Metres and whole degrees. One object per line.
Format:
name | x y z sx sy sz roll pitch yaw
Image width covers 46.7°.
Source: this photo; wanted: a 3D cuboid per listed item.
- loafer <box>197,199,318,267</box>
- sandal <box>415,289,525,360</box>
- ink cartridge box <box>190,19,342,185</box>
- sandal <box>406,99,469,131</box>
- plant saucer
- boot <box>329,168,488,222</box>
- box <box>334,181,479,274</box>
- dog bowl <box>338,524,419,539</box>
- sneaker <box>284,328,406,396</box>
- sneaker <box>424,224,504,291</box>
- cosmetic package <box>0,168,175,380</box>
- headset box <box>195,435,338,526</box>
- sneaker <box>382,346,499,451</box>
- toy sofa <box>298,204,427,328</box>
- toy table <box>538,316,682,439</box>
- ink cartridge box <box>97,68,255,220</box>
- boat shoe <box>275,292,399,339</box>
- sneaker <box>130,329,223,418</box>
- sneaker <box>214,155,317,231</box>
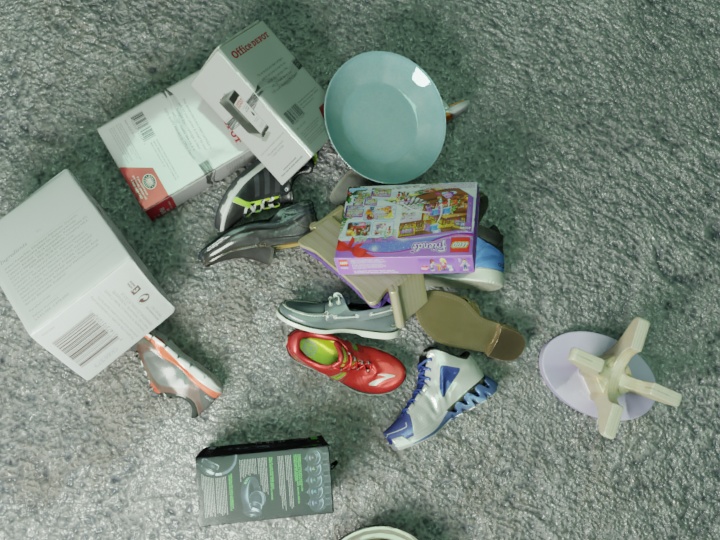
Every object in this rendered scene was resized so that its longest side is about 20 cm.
loafer | -0.153 -0.042 1.289 0.197 0.073 0.074 -23 90 -7
sandal | 0.161 0.079 1.313 0.209 0.070 0.079 24 103 -23
ink cartridge box | -0.132 -0.252 1.240 0.200 0.083 0.147 47 38 -9
sandal | 0.079 -0.244 1.334 0.203 0.079 0.060 -25 88 -7
plant saucer | 0.034 -0.228 1.263 0.197 0.039 0.206 3 81 -19
boot | 0.074 -0.108 1.289 0.181 0.073 0.200 -37 55 -11
box | 0.068 -0.060 1.187 0.195 0.039 0.139 -1 51 15
dog bowl | 0.022 0.477 1.237 0.195 0.074 0.205 1 82 -6
sneaker | -0.023 0.141 1.270 0.196 0.085 0.079 16 82 -3
sneaker | 0.131 -0.036 1.316 0.195 0.077 0.114 5 75 3
cosmetic package | -0.399 0.007 1.175 0.164 0.166 0.200 -38 62 -9
headset box | -0.128 0.297 1.193 0.195 0.174 0.095 -4 83 -6
sneaker | 0.107 0.186 1.287 0.197 0.081 0.116 -30 83 -16
toy sofa | 0.000 0.000 1.239 0.097 0.084 0.199 -37 52 -20
toy table | 0.387 0.165 1.294 0.195 0.117 0.188 11 82 -5
ink cartridge box | -0.275 -0.194 1.279 0.198 0.083 0.149 -31 86 -10
boat shoe | -0.030 0.058 1.278 0.195 0.073 0.063 8 113 -12
sneaker | -0.303 0.147 1.247 0.199 0.077 0.082 38 87 1
sneaker | -0.141 -0.126 1.287 0.082 0.072 0.201 39 72 3
